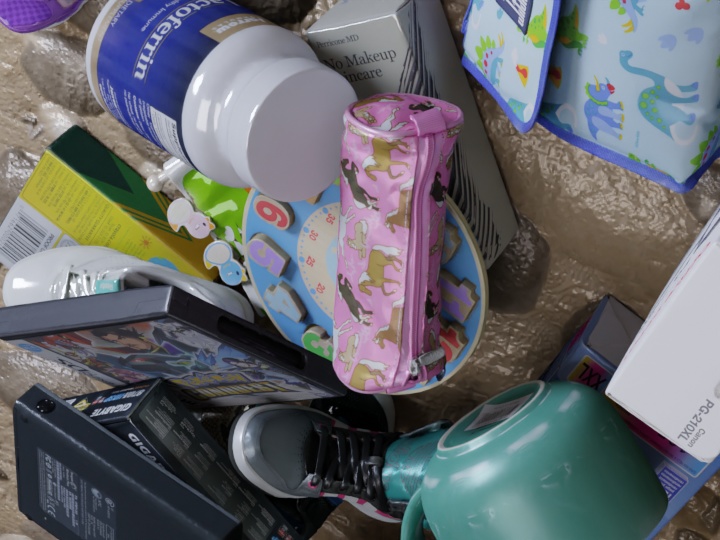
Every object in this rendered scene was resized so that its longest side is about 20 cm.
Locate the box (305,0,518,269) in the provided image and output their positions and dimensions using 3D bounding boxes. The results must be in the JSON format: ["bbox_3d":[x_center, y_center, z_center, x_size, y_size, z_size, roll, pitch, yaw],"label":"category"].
[{"bbox_3d":[0.038,-0.097,1.493,0.082,0.068,0.201,-9,114,32],"label":"box"}]

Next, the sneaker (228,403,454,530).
[{"bbox_3d":[0.010,0.144,1.563,0.199,0.084,0.120,19,160,-38],"label":"sneaker"}]

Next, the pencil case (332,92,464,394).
[{"bbox_3d":[0.023,-0.019,1.414,0.086,0.083,0.201,12,113,23],"label":"pencil case"}]

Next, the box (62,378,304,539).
[{"bbox_3d":[-0.148,0.176,1.646,0.159,0.046,0.200,-13,123,51],"label":"box"}]

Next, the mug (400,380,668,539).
[{"bbox_3d":[0.104,0.154,1.452,0.184,0.152,0.115,-31,98,2],"label":"mug"}]

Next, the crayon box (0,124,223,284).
[{"bbox_3d":[-0.185,-0.003,1.670,0.200,0.051,0.127,40,127,1],"label":"crayon box"}]

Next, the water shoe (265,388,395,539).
[{"bbox_3d":[-0.034,0.162,1.674,0.071,0.079,0.201,32,127,6],"label":"water shoe"}]

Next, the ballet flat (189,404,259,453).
[{"bbox_3d":[-0.139,0.147,1.702,0.075,0.068,0.200,6,142,-18],"label":"ballet flat"}]

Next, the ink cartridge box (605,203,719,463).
[{"bbox_3d":[0.251,0.007,1.366,0.084,0.200,0.145,34,127,5],"label":"ink cartridge box"}]

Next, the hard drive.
[{"bbox_3d":[-0.176,0.186,1.593,0.199,0.033,0.140,32,141,21],"label":"hard drive"}]

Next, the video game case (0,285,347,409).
[{"bbox_3d":[-0.139,0.060,1.545,0.199,0.026,0.180,-7,154,44],"label":"video game case"}]

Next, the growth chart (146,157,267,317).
[{"bbox_3d":[-0.054,-0.032,1.590,0.145,0.018,0.200,-42,95,21],"label":"growth chart"}]

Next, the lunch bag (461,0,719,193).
[{"bbox_3d":[0.160,-0.172,1.364,0.199,0.127,0.171,28,130,25],"label":"lunch bag"}]

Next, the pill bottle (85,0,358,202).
[{"bbox_3d":[-0.095,-0.125,1.465,0.200,0.115,0.116,32,134,45],"label":"pill bottle"}]

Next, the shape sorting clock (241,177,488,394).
[{"bbox_3d":[0.000,0.000,1.505,0.199,0.039,0.201,14,124,22],"label":"shape sorting clock"}]

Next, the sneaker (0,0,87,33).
[{"bbox_3d":[-0.218,-0.238,1.526,0.080,0.089,0.200,44,128,-5],"label":"sneaker"}]

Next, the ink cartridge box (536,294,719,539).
[{"bbox_3d":[0.174,0.137,1.562,0.136,0.076,0.200,37,129,2],"label":"ink cartridge box"}]

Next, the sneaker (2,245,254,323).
[{"bbox_3d":[-0.182,0.016,1.582,0.199,0.088,0.076,7,82,15],"label":"sneaker"}]
